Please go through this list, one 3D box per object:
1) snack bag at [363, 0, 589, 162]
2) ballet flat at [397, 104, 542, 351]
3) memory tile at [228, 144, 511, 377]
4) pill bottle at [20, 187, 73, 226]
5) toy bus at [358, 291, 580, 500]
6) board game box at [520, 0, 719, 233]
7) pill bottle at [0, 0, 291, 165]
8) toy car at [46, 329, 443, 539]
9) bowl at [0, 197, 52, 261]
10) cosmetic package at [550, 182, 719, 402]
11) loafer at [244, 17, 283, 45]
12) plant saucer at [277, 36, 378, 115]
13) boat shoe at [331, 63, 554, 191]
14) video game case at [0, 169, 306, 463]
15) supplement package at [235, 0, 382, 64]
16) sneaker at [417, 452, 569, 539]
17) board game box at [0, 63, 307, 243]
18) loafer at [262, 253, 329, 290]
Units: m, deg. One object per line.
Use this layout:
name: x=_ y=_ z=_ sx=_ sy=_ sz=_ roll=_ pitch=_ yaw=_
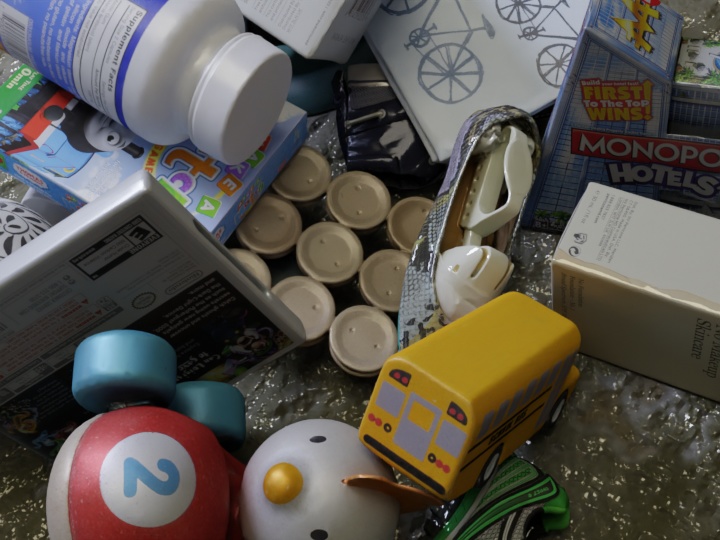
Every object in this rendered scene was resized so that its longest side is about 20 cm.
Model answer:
snack bag: x=0.104 y=-0.198 z=0.842 sx=0.198 sy=0.021 sz=0.190 roll=-27 pitch=66 yaw=-3
ballet flat: x=0.077 y=-0.023 z=0.734 sx=0.071 sy=0.072 sz=0.203 roll=12 pitch=73 yaw=19
memory tile: x=0.000 y=0.000 z=0.783 sx=0.197 sy=0.017 sz=0.155 roll=25 pitch=62 yaw=4
pill bottle: x=-0.192 y=-0.111 z=0.880 sx=0.109 sy=0.112 sz=0.202 roll=13 pitch=59 yaw=19
toy bus: x=0.076 y=0.069 z=0.659 sx=0.064 sy=0.079 sz=0.199 roll=29 pitch=25 yaw=23
board game box: x=0.205 y=-0.101 z=0.739 sx=0.196 sy=0.201 sz=0.062 roll=10 pitch=56 yaw=18
pill bottle: x=-0.147 y=-0.155 z=0.736 sx=0.198 sy=0.113 sz=0.113 roll=31 pitch=64 yaw=13
toy car: x=-0.054 y=0.131 z=0.619 sx=0.197 sy=0.177 sz=0.187 roll=-14 pitch=61 yaw=18
bowl: x=-0.291 y=-0.001 z=0.755 sx=0.198 sy=0.201 sz=0.096 roll=-24 pitch=92 yaw=-7
cosmetic package: x=0.227 y=0.026 z=0.706 sx=0.197 sy=0.104 sz=0.074 roll=20 pitch=61 yaw=24
loafer: x=-0.012 y=-0.238 z=0.916 sx=0.198 sy=0.069 sz=0.071 roll=-25 pitch=38 yaw=-11
plant saucer: x=-0.057 y=-0.221 z=0.984 sx=0.196 sy=0.028 sz=0.203 roll=-6 pitch=54 yaw=8
boat shoe: x=0.075 y=-0.110 z=0.863 sx=0.196 sy=0.075 sz=0.095 roll=-2 pitch=73 yaw=7
video game case: x=-0.160 y=0.043 z=0.686 sx=0.198 sy=0.182 sz=0.024 roll=-31 pitch=48 yaw=11
supplement package: x=-0.075 y=-0.254 z=0.792 sx=0.199 sy=0.117 sz=0.118 roll=35 pitch=104 yaw=5
sneaker: x=0.063 y=0.192 z=0.635 sx=0.084 sy=0.079 sz=0.202 roll=18 pitch=60 yaw=21
board game box: x=-0.159 y=-0.100 z=0.790 sx=0.198 sy=0.037 sz=0.152 roll=29 pitch=62 yaw=12
loafer: x=-0.121 y=0.023 z=0.795 sx=0.197 sy=0.071 sz=0.069 roll=-12 pitch=54 yaw=2
